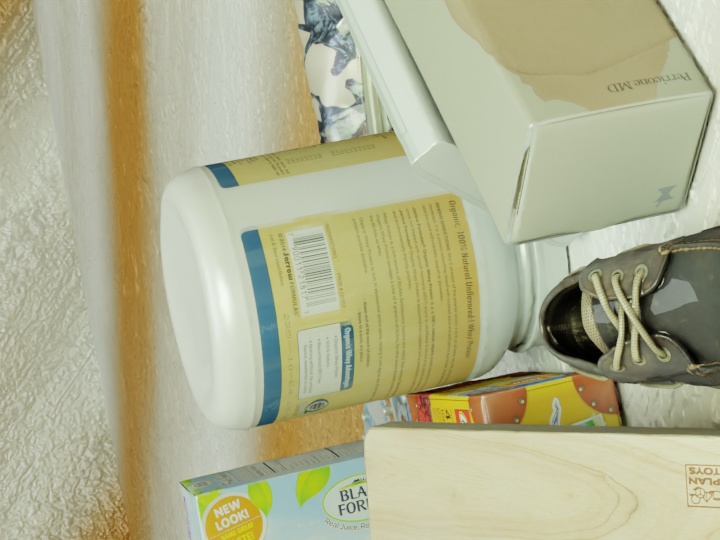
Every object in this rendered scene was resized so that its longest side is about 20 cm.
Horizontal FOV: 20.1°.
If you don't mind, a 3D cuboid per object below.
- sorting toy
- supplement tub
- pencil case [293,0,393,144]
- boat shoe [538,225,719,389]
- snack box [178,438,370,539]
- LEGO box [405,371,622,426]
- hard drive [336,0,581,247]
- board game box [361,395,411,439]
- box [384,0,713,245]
[{"bbox_3d":[0.109,0.167,0.934,0.199,0.069,0.200,-2,95,34],"label":"sorting toy"},{"bbox_3d":[0.000,0.000,1.115,0.145,0.199,0.146,169,90,-75],"label":"supplement tub"},{"bbox_3d":[0.006,-0.097,1.259,0.089,0.077,0.202,-73,-25,-80],"label":"pencil case"},{"bbox_3d":[0.133,0.024,0.884,0.200,0.073,0.075,148,109,-74],"label":"boat shoe"},{"bbox_3d":[0.002,0.193,1.254,0.068,0.199,0.170,-174,73,-74],"label":"snack box"},{"bbox_3d":[0.098,0.159,1.109,0.149,0.077,0.202,167,91,-76],"label":"LEGO box"},{"bbox_3d":[0.040,-0.111,1.061,0.026,0.132,0.201,-40,51,22],"label":"hard drive"},{"bbox_3d":[0.028,0.162,1.473,0.200,0.026,0.201,-119,23,-50],"label":"board game box"},{"bbox_3d":[0.079,-0.114,0.950,0.078,0.094,0.201,97,155,-48],"label":"box"}]
